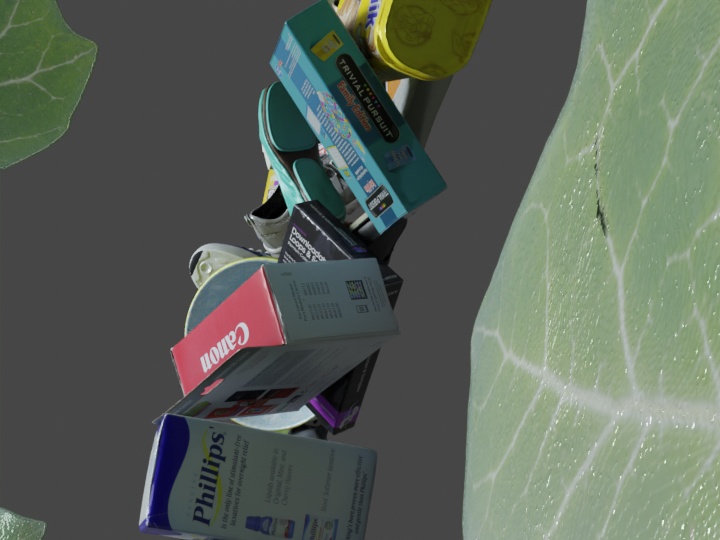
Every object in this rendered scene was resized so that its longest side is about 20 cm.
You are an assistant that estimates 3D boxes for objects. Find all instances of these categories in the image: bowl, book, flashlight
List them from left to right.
[{"bbox_3d":[-0.089,0.076,1.753,0.108,0.200,0.201,-23,-50,-68],"label":"bowl"},{"bbox_3d":[-0.061,0.211,1.665,0.200,0.068,0.068,-147,56,-82],"label":"flashlight"},{"bbox_3d":[0.065,-0.227,1.534,0.200,0.048,0.134,-87,15,-50],"label":"book"}]

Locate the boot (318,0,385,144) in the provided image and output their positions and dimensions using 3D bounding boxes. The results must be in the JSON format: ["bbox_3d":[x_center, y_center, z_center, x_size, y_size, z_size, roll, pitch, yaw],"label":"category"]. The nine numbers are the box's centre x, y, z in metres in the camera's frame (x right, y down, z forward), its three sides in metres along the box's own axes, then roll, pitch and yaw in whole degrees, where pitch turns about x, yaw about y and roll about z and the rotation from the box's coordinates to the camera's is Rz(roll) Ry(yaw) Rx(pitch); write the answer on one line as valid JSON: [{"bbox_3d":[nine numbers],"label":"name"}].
[{"bbox_3d":[-0.019,-0.245,1.788,0.200,0.070,0.146,-36,-41,-35],"label":"boot"}]

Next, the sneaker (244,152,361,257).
[{"bbox_3d":[-0.049,-0.099,1.788,0.200,0.082,0.075,-46,40,2],"label":"sneaker"}]

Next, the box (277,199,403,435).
[{"bbox_3d":[-0.036,0.048,1.553,0.143,0.036,0.200,44,134,31],"label":"box"}]

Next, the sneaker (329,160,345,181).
[{"bbox_3d":[0.023,-0.131,1.662,0.083,0.081,0.200,-49,-5,-15],"label":"sneaker"}]

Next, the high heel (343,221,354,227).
[{"bbox_3d":[-0.019,-0.037,1.739,0.200,0.067,0.096,114,156,-72],"label":"high heel"}]

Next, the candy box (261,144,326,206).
[{"bbox_3d":[-0.045,-0.129,1.900,0.200,0.026,0.102,-6,66,48],"label":"candy box"}]

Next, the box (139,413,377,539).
[{"bbox_3d":[-0.102,0.209,1.440,0.184,0.200,0.105,130,150,-75],"label":"box"}]

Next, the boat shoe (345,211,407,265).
[{"bbox_3d":[0.002,-0.001,1.577,0.063,0.074,0.201,57,139,20],"label":"boat shoe"}]

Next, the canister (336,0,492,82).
[{"bbox_3d":[0.044,-0.244,1.391,0.200,0.086,0.149,-168,97,-73],"label":"canister"}]

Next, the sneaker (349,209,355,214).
[{"bbox_3d":[-0.015,-0.137,1.984,0.076,0.070,0.200,-58,18,17],"label":"sneaker"}]

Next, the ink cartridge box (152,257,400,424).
[{"bbox_3d":[-0.093,0.069,1.454,0.200,0.175,0.084,-40,62,47],"label":"ink cartridge box"}]

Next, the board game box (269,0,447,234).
[{"bbox_3d":[-0.005,-0.138,1.411,0.047,0.200,0.151,-33,0,-10],"label":"board game box"}]

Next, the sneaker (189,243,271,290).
[{"bbox_3d":[-0.111,0.006,1.874,0.147,0.200,0.081,-89,24,-67],"label":"sneaker"}]

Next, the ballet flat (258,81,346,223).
[{"bbox_3d":[-0.077,-0.117,1.725,0.070,0.067,0.200,-52,53,47],"label":"ballet flat"}]
